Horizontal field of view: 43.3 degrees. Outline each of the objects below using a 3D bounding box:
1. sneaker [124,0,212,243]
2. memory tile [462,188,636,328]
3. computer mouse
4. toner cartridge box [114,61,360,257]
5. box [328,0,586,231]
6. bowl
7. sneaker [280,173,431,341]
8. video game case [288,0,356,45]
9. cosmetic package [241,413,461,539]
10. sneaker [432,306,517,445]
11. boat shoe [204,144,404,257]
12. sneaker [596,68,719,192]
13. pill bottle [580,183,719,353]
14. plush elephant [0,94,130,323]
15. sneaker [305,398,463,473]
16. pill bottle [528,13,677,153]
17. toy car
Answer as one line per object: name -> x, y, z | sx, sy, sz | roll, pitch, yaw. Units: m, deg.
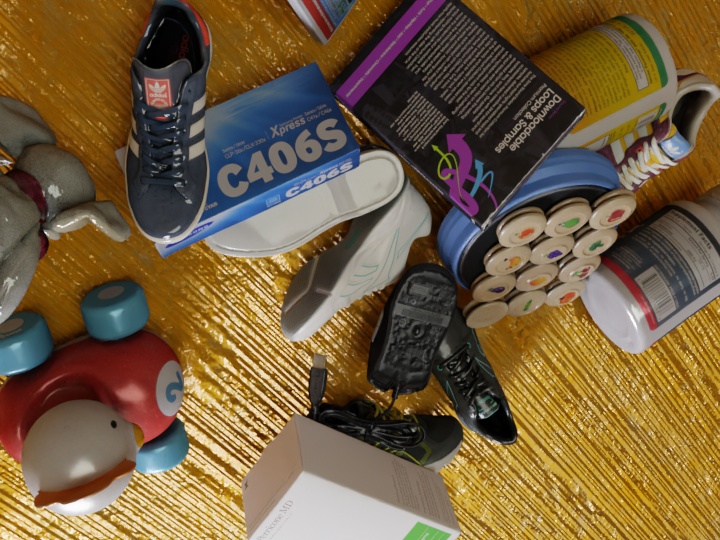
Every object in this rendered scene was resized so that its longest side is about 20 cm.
sneaker -> -0.161, -0.127, 0.743 | 0.073, 0.085, 0.204 | 1, 82, -3
memory tile -> 0.190, -0.007, 0.937 | 0.151, 0.017, 0.201 | -11, 149, -15
computer mouse -> 0.017, 0.081, 0.936 | 0.138, 0.046, 0.204 | 9, 102, -18
toner cartridge box -> -0.107, -0.099, 0.809 | 0.198, 0.043, 0.096 | -26, 76, -8
box -> 0.088, -0.156, 0.843 | 0.200, 0.036, 0.143 | 43, 91, 12
bowl -> 0.177, -0.042, 0.930 | 0.197, 0.040, 0.202 | -15, 150, -9
sneaker -> 0.000, 0.000, 0.915 | 0.201, 0.070, 0.080 | -49, 129, 2
video game case -> 0.010, -0.296, 0.771 | 0.017, 0.143, 0.201 | 36, 94, 7
cosmetic package -> -0.010, 0.239, 0.924 | 0.198, 0.085, 0.108 | 26, 114, -27
sneaker -> 0.121, 0.114, 1.006 | 0.075, 0.079, 0.201 | -37, 118, -4
boat shoe -> -0.057, -0.071, 0.866 | 0.197, 0.060, 0.075 | -23, 110, -5
sneaker -> 0.304, -0.130, 0.981 | 0.074, 0.090, 0.202 | 28, 97, -30
pill bottle -> 0.358, -0.008, 1.036 | 0.198, 0.120, 0.121 | -33, 119, -8
plush elephant -> -0.287, -0.048, 0.739 | 0.200, 0.166, 0.154 | -42, 167, 34
sneaker -> 0.024, 0.181, 0.993 | 0.197, 0.074, 0.086 | -9, 113, -20
pill bottle -> 0.206, -0.168, 0.912 | 0.198, 0.113, 0.114 | -28, 119, -11
toy car -> -0.229, 0.143, 0.796 | 0.174, 0.200, 0.187 | -18, 117, -15
